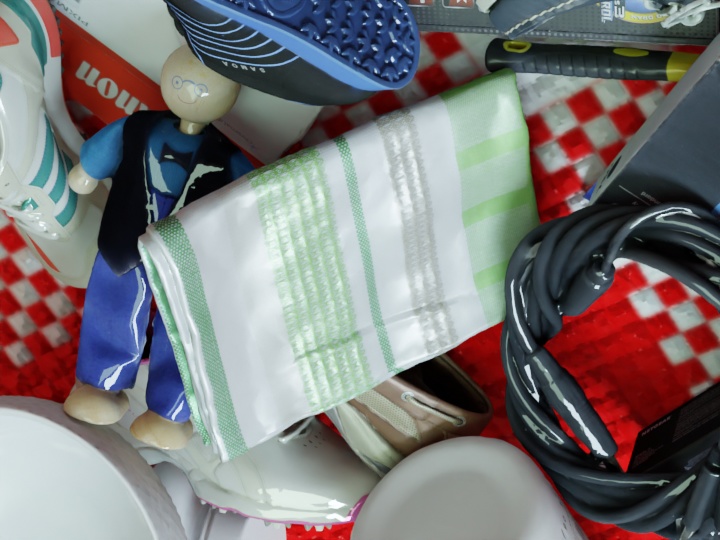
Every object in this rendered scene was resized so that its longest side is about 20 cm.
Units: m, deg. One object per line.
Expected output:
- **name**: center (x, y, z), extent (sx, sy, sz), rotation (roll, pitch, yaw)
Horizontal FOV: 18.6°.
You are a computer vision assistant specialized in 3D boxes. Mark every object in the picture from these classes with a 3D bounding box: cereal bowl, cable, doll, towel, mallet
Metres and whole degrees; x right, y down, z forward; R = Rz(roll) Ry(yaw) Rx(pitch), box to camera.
- **cereal bowl**: center (-0.175, 0.161, 1.167), extent (0.198, 0.083, 0.202), rotation (3, 99, 17)
- **cable**: center (0.137, 0.042, 1.065), extent (0.162, 0.051, 0.201), rotation (29, 137, 33)
- **doll**: center (-0.091, -0.016, 1.095), extent (0.135, 0.048, 0.202), rotation (18, 108, 19)
- **towel**: center (0.000, 0.000, 1.069), extent (0.199, 0.031, 0.150), rotation (-25, 131, -13)
- **mallet**: center (0.149, -0.089, 1.023), extent (0.198, 0.066, 0.041), rotation (1, 130, 21)

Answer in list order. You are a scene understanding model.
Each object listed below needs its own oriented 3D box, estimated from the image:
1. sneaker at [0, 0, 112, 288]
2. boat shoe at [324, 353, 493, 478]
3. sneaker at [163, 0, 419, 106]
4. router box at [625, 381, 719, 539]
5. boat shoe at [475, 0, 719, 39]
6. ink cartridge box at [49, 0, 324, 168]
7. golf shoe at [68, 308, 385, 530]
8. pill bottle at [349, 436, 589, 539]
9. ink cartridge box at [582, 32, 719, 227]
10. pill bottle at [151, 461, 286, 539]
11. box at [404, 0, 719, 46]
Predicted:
- **sneaker**: center (-0.184, -0.054, 1.135), extent (0.070, 0.094, 0.201), rotation (11, 135, 25)
- **boat shoe**: center (-0.010, 0.029, 1.158), extent (0.200, 0.076, 0.072), rotation (41, 120, -17)
- **sneaker**: center (-0.065, -0.128, 0.984), extent (0.078, 0.071, 0.199), rotation (-12, 145, 45)
- **router box**: center (0.258, 0.105, 1.113), extent (0.199, 0.052, 0.157), rotation (-35, 105, 34)
- **boat shoe**: center (0.143, -0.139, 0.937), extent (0.199, 0.075, 0.062), rotation (-25, 99, 21)
- **ink cartridge box**: center (-0.100, -0.109, 1.115), extent (0.162, 0.057, 0.200), rotation (36, 121, -4)
- **golf shoe**: center (-0.074, 0.076, 1.198), extent (0.198, 0.075, 0.092), rotation (18, 116, 20)
- **pill bottle**: center (0.084, 0.188, 1.169), extent (0.113, 0.115, 0.200), rotation (-11, 137, 26)
- **ink cartridge box**: center (0.170, -0.037, 1.015), extent (0.099, 0.039, 0.200), rotation (31, 153, -1)
- **pill bottle**: center (-0.148, 0.160, 1.262), extent (0.198, 0.112, 0.113), rotation (5, 123, 18)
- **box**: center (0.086, -0.203, 0.987), extent (0.159, 0.044, 0.202), rotation (6, 123, 17)
